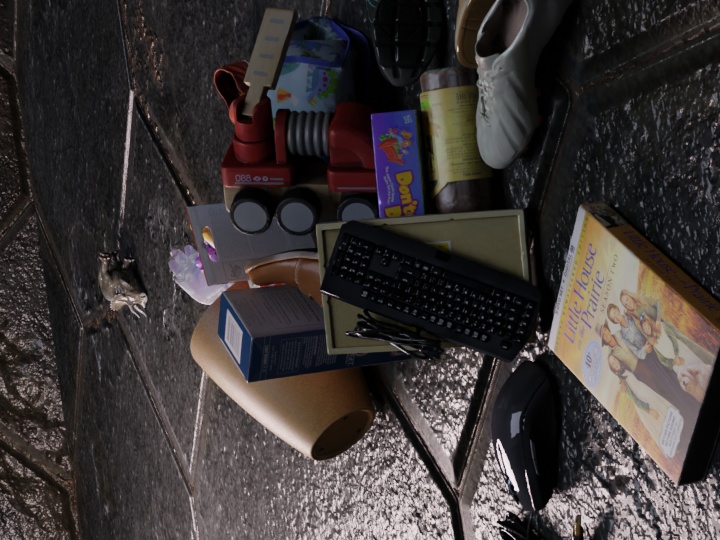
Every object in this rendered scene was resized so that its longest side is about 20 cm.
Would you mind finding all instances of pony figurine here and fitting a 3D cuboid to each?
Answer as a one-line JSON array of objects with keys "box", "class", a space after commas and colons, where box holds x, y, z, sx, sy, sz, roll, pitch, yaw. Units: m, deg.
[{"box": [-0.153, -0.010, 1.789, 0.193, 0.166, 0.200, 50, 174, 23], "class": "pony figurine"}]

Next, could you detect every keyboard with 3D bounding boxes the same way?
[{"box": [0.059, 0.033, 1.271, 0.040, 0.199, 0.105, -19, -52, -77], "class": "keyboard"}]

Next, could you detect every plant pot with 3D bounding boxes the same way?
[{"box": [-0.074, 0.122, 1.665, 0.200, 0.185, 0.187, 50, 142, 28], "class": "plant pot"}]

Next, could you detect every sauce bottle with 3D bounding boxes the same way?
[{"box": [0.096, -0.094, 1.333, 0.065, 0.064, 0.202, 176, 89, -66], "class": "sauce bottle"}]

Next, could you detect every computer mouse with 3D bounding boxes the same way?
[{"box": [0.160, 0.194, 1.289, 0.140, 0.046, 0.202, -141, 49, -59], "class": "computer mouse"}]

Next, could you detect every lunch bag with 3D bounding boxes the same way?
[{"box": [-0.056, -0.186, 1.579, 0.200, 0.126, 0.171, -79, -6, -68], "class": "lunch bag"}]

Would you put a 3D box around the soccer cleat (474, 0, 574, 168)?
[{"box": [0.126, -0.175, 1.217, 0.069, 0.077, 0.201, 45, 137, 35], "class": "soccer cleat"}]

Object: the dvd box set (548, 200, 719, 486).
[{"box": [0.226, 0.055, 1.125, 0.200, 0.029, 0.147, -128, 39, -48], "class": "dvd box set"}]

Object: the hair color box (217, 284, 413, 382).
[{"box": [-0.047, 0.061, 1.525, 0.100, 0.198, 0.061, -129, 40, -50], "class": "hair color box"}]

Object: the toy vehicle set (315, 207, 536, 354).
[{"box": [0.061, 0.011, 1.303, 0.027, 0.198, 0.125, -23, -71, -78], "class": "toy vehicle set"}]

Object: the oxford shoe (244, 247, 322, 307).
[{"box": [-0.045, 0.009, 1.470, 0.199, 0.071, 0.072, -3, 95, 39], "class": "oxford shoe"}]

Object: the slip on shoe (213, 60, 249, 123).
[{"box": [-0.142, -0.204, 1.835, 0.201, 0.061, 0.074, 62, 146, 36], "class": "slip on shoe"}]

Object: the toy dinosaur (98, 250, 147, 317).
[{"box": [-0.459, 0.020, 2.579, 0.200, 0.076, 0.103, 21, 108, 60], "class": "toy dinosaur"}]

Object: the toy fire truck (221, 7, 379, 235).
[{"box": [-0.055, -0.154, 1.429, 0.129, 0.174, 0.201, -76, -15, -56], "class": "toy fire truck"}]

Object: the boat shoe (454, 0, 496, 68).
[{"box": [0.126, -0.273, 1.224, 0.069, 0.073, 0.201, -104, 24, -44], "class": "boat shoe"}]

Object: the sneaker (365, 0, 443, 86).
[{"box": [0.040, -0.284, 1.418, 0.079, 0.075, 0.202, 154, 115, -76], "class": "sneaker"}]

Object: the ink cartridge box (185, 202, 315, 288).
[{"box": [-0.103, -0.028, 1.624, 0.050, 0.199, 0.110, 124, 133, -55], "class": "ink cartridge box"}]

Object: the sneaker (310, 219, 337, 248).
[{"box": [-0.001, -0.001, 1.519, 0.104, 0.060, 0.201, -23, 59, 18], "class": "sneaker"}]

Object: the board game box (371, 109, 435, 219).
[{"box": [0.052, -0.056, 1.382, 0.134, 0.044, 0.202, -25, -70, -78], "class": "board game box"}]
